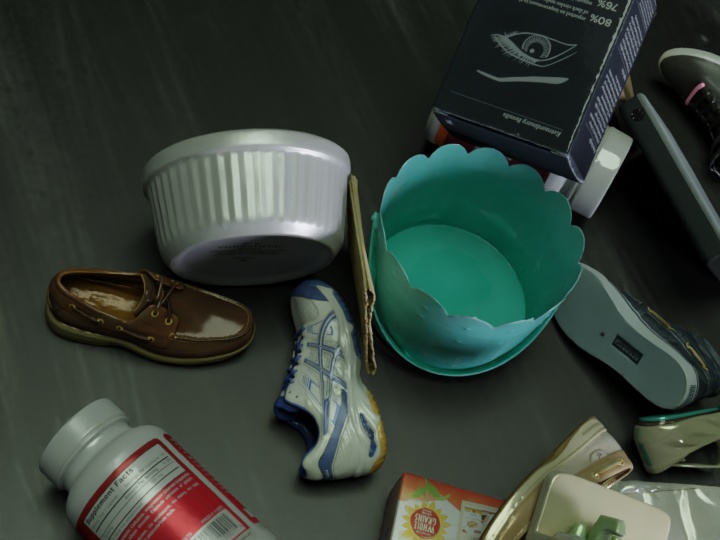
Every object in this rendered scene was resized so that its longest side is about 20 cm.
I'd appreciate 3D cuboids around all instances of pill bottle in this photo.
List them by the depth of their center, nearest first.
[{"bbox_3d":[-0.175,0.206,1.137,0.200,0.112,0.112,41,60,13],"label":"pill bottle"},{"bbox_3d":[0.178,-0.144,1.420,0.199,0.114,0.114,29,58,6],"label":"pill bottle"}]

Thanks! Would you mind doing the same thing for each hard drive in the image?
[{"bbox_3d":[0.345,-0.078,1.414,0.033,0.139,0.201,-30,64,16],"label":"hard drive"}]

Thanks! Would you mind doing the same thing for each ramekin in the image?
[{"bbox_3d":[-0.105,-0.052,1.263,0.201,0.202,0.095,-1,73,-13],"label":"ramekin"}]

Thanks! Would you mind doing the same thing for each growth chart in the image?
[{"bbox_3d":[0.296,0.260,1.265,0.199,0.018,0.145,9,59,-7],"label":"growth chart"}]

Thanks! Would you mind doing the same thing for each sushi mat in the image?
[{"bbox_3d":[0.000,0.000,1.266,0.012,0.096,0.200,-3,36,-4],"label":"sushi mat"}]

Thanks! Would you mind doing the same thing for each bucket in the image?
[{"bbox_3d":[0.101,-0.004,1.305,0.206,0.135,0.208,6,59,-10],"label":"bucket"}]

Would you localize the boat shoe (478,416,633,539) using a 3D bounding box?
[{"bbox_3d":[0.171,0.208,1.171,0.069,0.074,0.200,41,57,16],"label":"boat shoe"}]

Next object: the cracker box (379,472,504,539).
[{"bbox_3d":[0.075,0.293,1.172,0.133,0.058,0.201,17,57,-5],"label":"cracker box"}]

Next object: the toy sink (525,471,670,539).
[{"bbox_3d":[0.202,0.280,1.086,0.130,0.112,0.201,23,79,-20],"label":"toy sink"}]

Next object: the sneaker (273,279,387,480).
[{"bbox_3d":[-0.043,0.099,1.251,0.088,0.075,0.201,-10,62,-17],"label":"sneaker"}]

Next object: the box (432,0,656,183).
[{"bbox_3d":[0.180,-0.207,1.301,0.147,0.104,0.201,23,87,21],"label":"box"}]

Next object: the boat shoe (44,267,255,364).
[{"bbox_3d":[-0.196,0.039,1.257,0.199,0.068,0.072,9,58,-7],"label":"boat shoe"}]

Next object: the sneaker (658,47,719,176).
[{"bbox_3d":[0.407,-0.169,1.511,0.200,0.071,0.099,40,55,7],"label":"sneaker"}]

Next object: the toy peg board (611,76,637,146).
[{"bbox_3d":[0.232,-0.254,1.470,0.097,0.200,0.200,-13,68,17],"label":"toy peg board"}]

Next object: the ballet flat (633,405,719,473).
[{"bbox_3d":[0.361,0.158,1.320,0.199,0.070,0.070,-11,63,-16],"label":"ballet flat"}]

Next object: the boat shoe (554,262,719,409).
[{"bbox_3d":[0.278,0.065,1.355,0.091,0.071,0.200,-1,40,-47],"label":"boat shoe"}]
